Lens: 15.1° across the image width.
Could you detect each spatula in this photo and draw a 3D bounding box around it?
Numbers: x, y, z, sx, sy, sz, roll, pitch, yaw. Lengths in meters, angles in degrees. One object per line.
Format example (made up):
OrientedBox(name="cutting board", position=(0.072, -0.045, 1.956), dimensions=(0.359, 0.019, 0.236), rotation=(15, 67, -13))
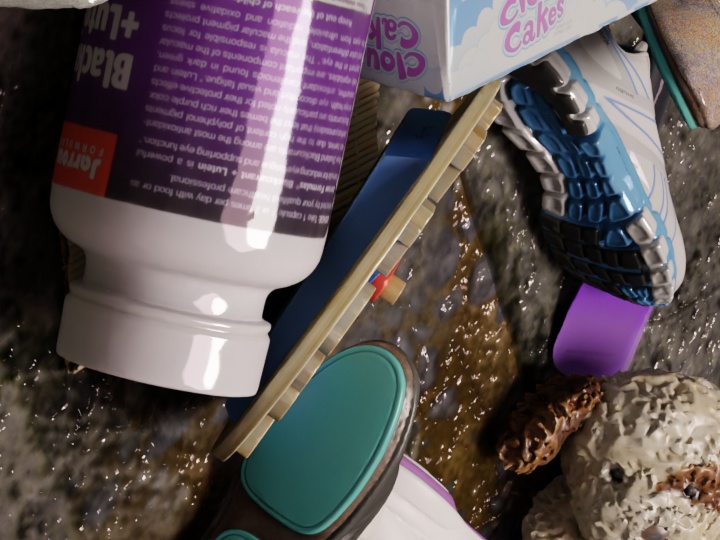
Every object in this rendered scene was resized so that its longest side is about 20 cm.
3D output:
OrientedBox(name="spatula", position=(0.141, -0.038, 1.412), dimensions=(0.056, 0.021, 0.201), rotation=(5, 101, -35))

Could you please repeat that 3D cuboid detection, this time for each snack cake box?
OrientedBox(name="snack cake box", position=(0.058, -0.145, 1.177), dimensions=(0.200, 0.115, 0.068), rotation=(-28, 126, -41))

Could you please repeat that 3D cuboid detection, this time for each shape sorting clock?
OrientedBox(name="shape sorting clock", position=(0.000, 0.000, 1.153), dimensions=(0.201, 0.039, 0.200), rotation=(-58, -179, 2))

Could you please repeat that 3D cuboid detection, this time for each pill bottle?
OrientedBox(name="pill bottle", position=(-0.060, -0.057, 1.061), dimensions=(0.111, 0.111, 0.201), rotation=(7, 95, -53))

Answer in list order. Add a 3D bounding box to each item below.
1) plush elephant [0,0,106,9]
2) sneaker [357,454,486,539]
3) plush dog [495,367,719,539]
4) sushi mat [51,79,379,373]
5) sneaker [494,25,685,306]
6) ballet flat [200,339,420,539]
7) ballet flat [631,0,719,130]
OrientedBox(name="plush elephant", position=(-0.121, -0.160, 0.899), dimensions=(0.154, 0.165, 0.201), rotation=(23, 108, -14))
OrientedBox(name="sneaker", position=(0.036, 0.170, 1.315), dimensions=(0.200, 0.075, 0.100), rotation=(43, 78, -20))
OrientedBox(name="plush dog", position=(0.155, 0.128, 1.417), dimensions=(0.161, 0.199, 0.173), rotation=(-75, 173, -55))
OrientedBox(name="sushi mat", position=(-0.056, -0.036, 1.173), dimensions=(0.200, 0.012, 0.096), rotation=(-30, 128, -40))
OrientedBox(name="sneaker", position=(0.125, -0.066, 1.337), dimensions=(0.087, 0.075, 0.200), rotation=(-56, 139, -29))
OrientedBox(name="ballet flat", position=(-0.033, 0.118, 1.229), dimensions=(0.200, 0.068, 0.068), rotation=(-53, 152, 6))
OrientedBox(name="ballet flat", position=(0.159, -0.127, 1.265), dimensions=(0.067, 0.200, 0.068), rotation=(-27, 115, 8))
